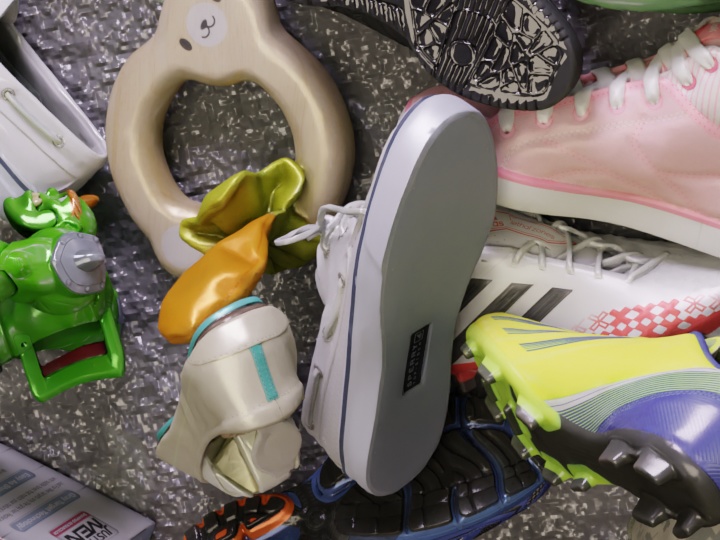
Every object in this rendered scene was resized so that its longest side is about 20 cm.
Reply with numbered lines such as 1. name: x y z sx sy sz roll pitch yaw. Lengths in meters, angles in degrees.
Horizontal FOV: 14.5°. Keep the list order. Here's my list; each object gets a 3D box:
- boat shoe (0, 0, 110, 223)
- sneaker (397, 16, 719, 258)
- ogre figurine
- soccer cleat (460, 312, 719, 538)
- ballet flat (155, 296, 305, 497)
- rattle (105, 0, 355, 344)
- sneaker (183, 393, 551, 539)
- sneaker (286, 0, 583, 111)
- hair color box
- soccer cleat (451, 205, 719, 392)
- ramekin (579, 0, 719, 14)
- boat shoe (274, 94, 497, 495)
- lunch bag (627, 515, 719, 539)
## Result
1. boat shoe: -0.194 -0.120 1.374 0.067 0.074 0.200 -32 102 20
2. sneaker: 0.120 -0.074 1.254 0.199 0.075 0.105 16 119 8
3. ogre figurine: -0.175 0.016 1.342 0.119 0.200 0.098 -7 59 -2
4. soccer cleat: 0.114 0.053 1.198 0.084 0.200 0.065 -39 118 -14
5. ballet flat: -0.055 0.072 1.300 0.069 0.200 0.070 1 74 -4
6. rattle: -0.089 -0.083 1.305 0.130 0.143 0.201 3 109 38
7. sneaker: 0.005 0.123 1.353 0.199 0.078 0.076 -24 57 10
8. sneaker: 0.020 -0.135 1.267 0.199 0.104 0.060 26 110 14
9. hair color box: -0.215 0.120 1.411 0.199 0.099 0.061 25 108 14
10. soccer cleat: 0.087 0.004 1.292 0.199 0.069 0.085 -10 110 27
11. ramekin: 0.129 -0.205 1.216 0.199 0.098 0.201 4 103 19
12. boat shoe: 0.003 -0.001 1.264 0.086 0.074 0.203 34 134 32
13. lunch bag: 0.211 0.093 1.212 0.139 0.168 0.200 38 111 9
